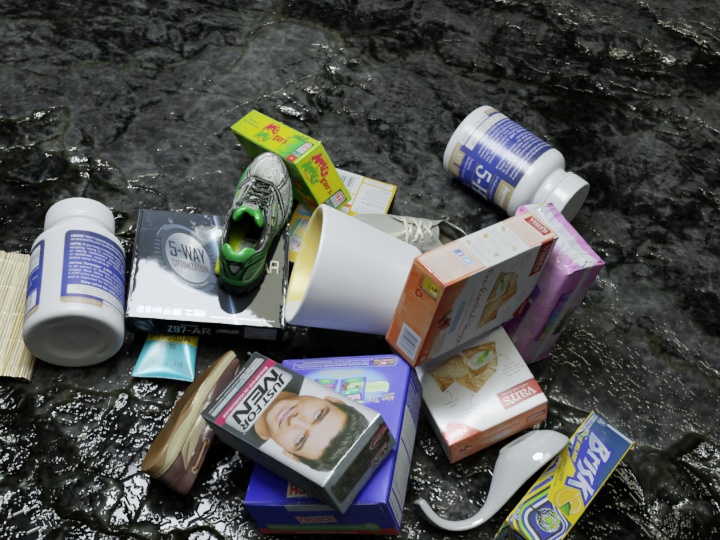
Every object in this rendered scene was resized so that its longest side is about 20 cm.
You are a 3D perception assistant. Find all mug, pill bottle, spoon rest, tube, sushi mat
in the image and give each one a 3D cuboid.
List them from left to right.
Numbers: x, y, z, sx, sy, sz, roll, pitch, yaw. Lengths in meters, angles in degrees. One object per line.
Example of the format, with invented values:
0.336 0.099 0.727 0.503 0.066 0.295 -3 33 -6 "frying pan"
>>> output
-0.449 0.054 1.217 0.096 0.012 0.200 5 50 -4 "sushi mat"
-0.360 0.009 1.200 0.119 0.120 0.200 -1 51 -11 "pill bottle"
-0.236 0.056 1.234 0.077 0.050 0.200 2 54 7 "tube"
0.003 -0.002 1.172 0.153 0.150 0.187 16 44 -12 "mug"
0.162 0.250 1.116 0.200 0.099 0.061 -27 83 -12 "spoon rest"
0.236 -0.147 1.422 0.200 0.120 0.120 38 54 22 "pill bottle"

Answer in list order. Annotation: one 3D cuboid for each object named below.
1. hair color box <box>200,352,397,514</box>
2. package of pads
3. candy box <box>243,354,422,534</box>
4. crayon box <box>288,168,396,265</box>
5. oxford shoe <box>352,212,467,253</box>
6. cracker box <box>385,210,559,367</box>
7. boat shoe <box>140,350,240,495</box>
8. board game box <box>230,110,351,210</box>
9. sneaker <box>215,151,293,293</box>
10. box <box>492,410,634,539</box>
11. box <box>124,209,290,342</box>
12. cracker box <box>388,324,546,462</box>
-0.070 0.172 1.032 0.200 0.061 0.099 20 60 39 "hair color box"
0.225 0.019 1.234 0.076 0.200 0.121 -13 53 -29 "package of pads"
-0.026 0.199 1.088 0.169 0.077 0.200 -4 45 19 "candy box"
-0.036 -0.057 1.355 0.126 0.052 0.200 17 49 6 "crayon box"
0.070 -0.049 1.320 0.200 0.058 0.075 11 58 -28 "oxford shoe"
0.133 0.020 1.114 0.200 0.134 0.058 -23 54 -37 "cracker box"
-0.185 0.181 1.129 0.072 0.072 0.200 42 38 -13 "boat shoe"
-0.101 -0.153 1.337 0.048 0.102 0.200 -41 38 -12 "board game box"
-0.130 -0.072 1.203 0.078 0.085 0.200 13 58 -4 "sneaker"
0.242 0.262 1.120 0.064 0.070 0.200 37 54 17 "box"
-0.193 0.006 1.221 0.200 0.044 0.160 5 60 -7 "box"
0.129 0.124 1.197 0.134 0.058 0.200 -24 57 -7 "cracker box"
